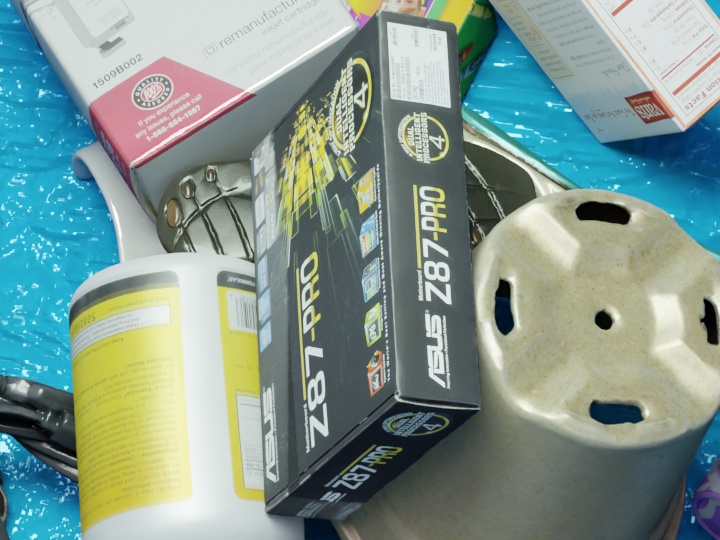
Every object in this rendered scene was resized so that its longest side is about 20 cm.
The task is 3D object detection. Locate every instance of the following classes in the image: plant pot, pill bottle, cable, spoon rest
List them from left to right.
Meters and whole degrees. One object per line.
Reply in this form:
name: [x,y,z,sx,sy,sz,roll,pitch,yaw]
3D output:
cable: [-0.187,0.128,1.364,0.200,0.051,0.163,21,57,-30]
spoon rest: [-0.101,-0.001,1.460,0.099,0.061,0.200,-32,65,-6]
pill bottle: [-0.087,0.100,1.346,0.112,0.112,0.200,-7,68,5]
plant pot: [0.095,0.059,1.305,0.200,0.183,0.200,6,63,-13]

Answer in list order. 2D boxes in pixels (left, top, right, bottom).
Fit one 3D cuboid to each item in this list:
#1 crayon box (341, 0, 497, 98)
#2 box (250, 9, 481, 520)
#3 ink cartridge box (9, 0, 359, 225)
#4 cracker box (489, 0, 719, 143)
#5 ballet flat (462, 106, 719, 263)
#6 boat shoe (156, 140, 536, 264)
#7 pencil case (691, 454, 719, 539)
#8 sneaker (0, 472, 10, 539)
crayon box: [-0.038,-0.134,1.509,0.200,0.058,0.119,22,72,16]
box: [0.000,0.000,1.275,0.049,0.161,0.200,7,65,-21]
ink cartridge box: [-0.106,-0.148,1.448,0.147,0.083,0.200,-33,66,-5]
cracker box: [0.109,-0.162,1.415,0.058,0.134,0.200,-40,99,-11]
ballet flat: [0.117,-0.017,1.441,0.200,0.069,0.069,31,74,21]
boat shoe: [-0.006,-0.025,1.415,0.200,0.074,0.076,-1,67,0]
pencil case: [0.251,0.067,1.366,0.084,0.086,0.200,34,76,7]
sneaker: [-0.234,0.084,1.433,0.079,0.078,0.200,-41,66,-4]
